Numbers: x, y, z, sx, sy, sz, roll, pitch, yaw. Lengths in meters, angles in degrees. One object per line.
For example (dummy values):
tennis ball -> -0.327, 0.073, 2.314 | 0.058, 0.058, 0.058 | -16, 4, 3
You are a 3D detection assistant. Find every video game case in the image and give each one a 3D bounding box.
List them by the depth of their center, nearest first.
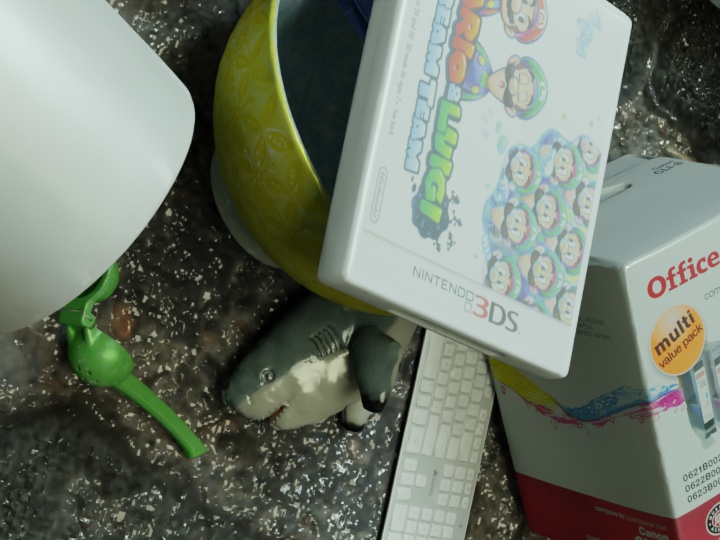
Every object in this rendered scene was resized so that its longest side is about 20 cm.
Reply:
video game case -> 0.063, -0.065, 0.947 | 0.182, 0.024, 0.201 | 24, 73, -46

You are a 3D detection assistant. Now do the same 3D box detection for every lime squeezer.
lime squeezer -> -0.125, 0.015, 1.003 | 0.070, 0.038, 0.201 | -19, 106, -29

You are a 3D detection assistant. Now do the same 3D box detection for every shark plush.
shark plush -> 0.000, 0.000, 1.067 | 0.083, 0.091, 0.201 | 25, 87, -2

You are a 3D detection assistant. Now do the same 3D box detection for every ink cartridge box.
ink cartridge box -> 0.173, 0.050, 1.127 | 0.145, 0.144, 0.201 | -26, 112, -30

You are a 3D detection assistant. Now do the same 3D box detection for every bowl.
bowl -> -0.014, -0.058, 1.008 | 0.200, 0.107, 0.201 | 30, 46, -38

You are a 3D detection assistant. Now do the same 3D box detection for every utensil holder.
utensil holder -> -0.197, -0.090, 0.866 | 0.200, 0.170, 0.170 | 44, 74, -30

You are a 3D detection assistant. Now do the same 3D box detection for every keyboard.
keyboard -> 0.054, 0.079, 1.142 | 0.056, 0.011, 0.201 | 12, 90, -33

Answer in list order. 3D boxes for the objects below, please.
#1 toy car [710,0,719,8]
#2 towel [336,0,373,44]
toy car -> 0.264, -0.181, 1.181 | 0.199, 0.177, 0.185 | 25, 68, -4
towel -> 0.064, -0.131, 1.046 | 0.147, 0.024, 0.200 | 56, 37, -14
